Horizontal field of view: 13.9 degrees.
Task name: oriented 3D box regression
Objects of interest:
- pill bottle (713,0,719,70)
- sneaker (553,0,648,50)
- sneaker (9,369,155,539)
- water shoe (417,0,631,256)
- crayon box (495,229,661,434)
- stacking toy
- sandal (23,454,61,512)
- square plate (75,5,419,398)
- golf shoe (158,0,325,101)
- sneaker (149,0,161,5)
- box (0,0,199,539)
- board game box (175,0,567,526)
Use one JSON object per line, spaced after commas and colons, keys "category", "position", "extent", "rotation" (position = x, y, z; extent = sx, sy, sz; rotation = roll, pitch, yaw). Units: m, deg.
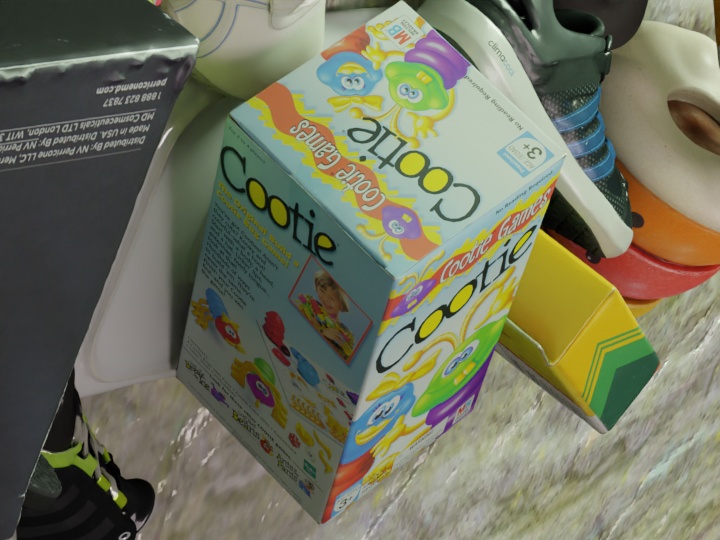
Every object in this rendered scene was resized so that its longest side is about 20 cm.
{"category": "pill bottle", "position": [0.226, -0.146, 1.437], "extent": [0.111, 0.111, 0.201], "rotation": [-10, 97, -51]}
{"category": "sneaker", "position": [0.122, -0.165, 1.378], "extent": [0.076, 0.091, 0.200], "rotation": [-43, 151, -21]}
{"category": "sneaker", "position": [-0.130, 0.085, 1.286], "extent": [0.082, 0.072, 0.200], "rotation": [0, 144, -14]}
{"category": "water shoe", "position": [0.096, -0.079, 1.383], "extent": [0.079, 0.071, 0.200], "rotation": [-51, 143, -10]}
{"category": "crayon box", "position": [0.072, 0.007, 1.426], "extent": [0.051, 0.127, 0.200], "rotation": [-51, 162, -2]}
{"category": "stacking toy", "position": [0.133, -0.018, 1.548], "extent": [0.146, 0.146, 0.200], "rotation": [-15, 149, -48]}
{"category": "sandal", "position": [-0.206, 0.053, 1.103], "extent": [0.199, 0.075, 0.045], "rotation": [22, 104, -26]}
{"category": "square plate", "position": [-0.060, -0.025, 1.334], "extent": [0.200, 0.028, 0.199], "rotation": [-10, 130, -51]}
{"category": "golf shoe", "position": [-0.032, -0.125, 1.179], "extent": [0.078, 0.097, 0.200], "rotation": [-48, 150, -23]}
{"category": "sneaker", "position": [-0.103, -0.103, 1.134], "extent": [0.090, 0.078, 0.200], "rotation": [-41, 149, -23]}
{"category": "box", "position": [-0.185, -0.034, 0.961], "extent": [0.123, 0.200, 0.199], "rotation": [-13, 133, -50]}
{"category": "board game box", "position": [0.000, 0.000, 1.273], "extent": [0.103, 0.105, 0.200], "rotation": [-35, 159, -29]}
